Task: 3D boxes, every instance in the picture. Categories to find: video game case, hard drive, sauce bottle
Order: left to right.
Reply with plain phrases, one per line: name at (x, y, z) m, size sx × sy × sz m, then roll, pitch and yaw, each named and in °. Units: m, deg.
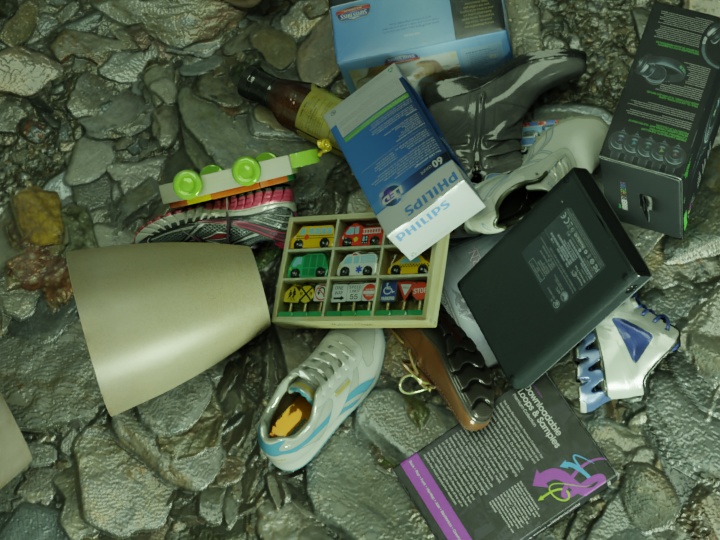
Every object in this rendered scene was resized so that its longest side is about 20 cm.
sauce bottle at (-0.055, -0.186, 1.743) m, size 0.199 × 0.066 × 0.066 m, roll 30°, pitch 79°, yaw 18°
video game case at (0.183, 0.015, 1.639) m, size 0.198 × 0.019 × 0.144 m, roll -22°, pitch 76°, yaw 3°
hard drive at (0.196, 0.010, 1.545) m, size 0.200 × 0.033 × 0.140 m, roll -46°, pitch 59°, yaw 34°

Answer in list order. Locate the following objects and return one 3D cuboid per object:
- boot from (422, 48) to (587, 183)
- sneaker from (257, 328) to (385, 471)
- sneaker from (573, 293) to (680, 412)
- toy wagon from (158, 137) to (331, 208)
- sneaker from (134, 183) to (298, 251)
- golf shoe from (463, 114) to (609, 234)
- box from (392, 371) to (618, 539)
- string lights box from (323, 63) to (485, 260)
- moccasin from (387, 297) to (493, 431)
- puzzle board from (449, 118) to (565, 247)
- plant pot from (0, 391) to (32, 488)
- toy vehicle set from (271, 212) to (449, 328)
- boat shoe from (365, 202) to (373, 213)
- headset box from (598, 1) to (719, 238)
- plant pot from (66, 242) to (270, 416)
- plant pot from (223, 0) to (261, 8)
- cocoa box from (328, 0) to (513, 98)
boot at (0.175, -0.166, 1.679) m, size 0.198 × 0.070 × 0.133 m, roll -17°, pitch 75°, yaw 13°
sneaker at (-0.039, 0.125, 1.622) m, size 0.076 × 0.081 × 0.201 m, roll 28°, pitch 74°, yaw 21°
sneaker at (0.282, 0.048, 1.574) m, size 0.114 × 0.081 × 0.202 m, roll -3°, pitch 86°, yaw 4°
toy wagon at (-0.127, -0.111, 1.688) m, size 0.198 × 0.155 × 0.040 m, roll -12°, pitch 95°, yaw 7°
sneaker at (-0.169, -0.045, 1.714) m, size 0.198 × 0.081 × 0.075 m, roll -11°, pitch 95°, yaw 15°
golf shoe at (0.203, -0.096, 1.609) m, size 0.199 × 0.097 × 0.079 m, roll -35°, pitch 111°, yaw -8°
box at (0.154, 0.217, 1.574) m, size 0.199 × 0.036 × 0.144 m, roll -34°, pitch 68°, yaw 0°
string lights box at (0.044, -0.120, 1.599) m, size 0.102 × 0.059 × 0.201 m, roll -35°, pitch 50°, yaw 10°
moccasin at (0.076, 0.093, 1.604) m, size 0.202 × 0.073 × 0.078 m, roll 53°, pitch 124°, yaw 25°
puzzle board at (0.163, -0.097, 1.692) m, size 0.198 × 0.017 × 0.152 m, roll -5°, pitch 70°, yaw 11°
plant pot at (-0.468, 0.199, 1.646) m, size 0.172 × 0.201 × 0.201 m, roll -28°, pitch 67°, yaw -17°
toy vehicle set at (0.000, 0.000, 1.623) m, size 0.198 × 0.026 × 0.126 m, roll -2°, pitch 70°, yaw 31°
boat shoe at (0.033, -0.090, 1.687) m, size 0.064 × 0.072 × 0.202 m, roll 1°, pitch 78°, yaw 33°
headset box at (0.328, -0.152, 1.591) m, size 0.092 × 0.174 × 0.202 m, roll 17°, pitch 74°, yaw 18°
plant pot at (-0.207, 0.044, 1.650) m, size 0.198 × 0.188 × 0.189 m, roll -15°, pitch 68°, yaw -8°
plant pot at (-0.124, -0.448, 1.803) m, size 0.174 × 0.201 × 0.200 m, roll -39°, pitch 66°, yaw -24°
cocoa box at (0.072, -0.284, 1.714) m, size 0.198 × 0.133 × 0.133 m, roll -10°, pitch 70°, yaw 8°
